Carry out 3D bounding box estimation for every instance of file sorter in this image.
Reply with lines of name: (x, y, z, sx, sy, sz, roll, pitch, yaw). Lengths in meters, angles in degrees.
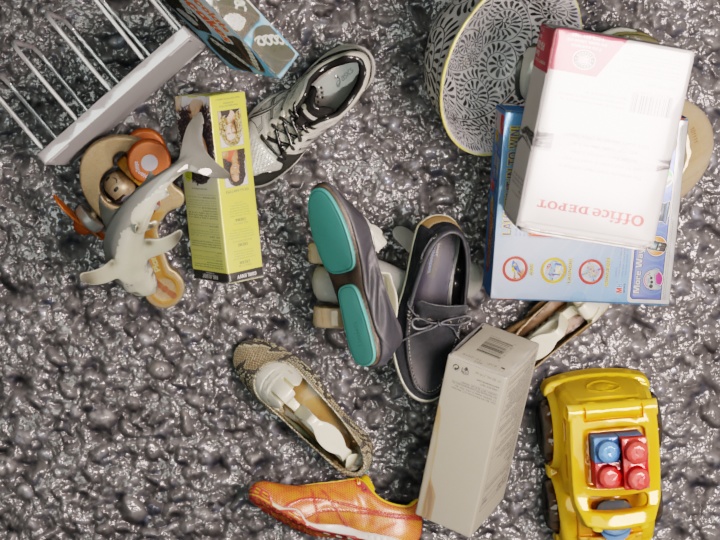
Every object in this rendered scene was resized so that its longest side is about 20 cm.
file sorter: (-0.282, -0.222, 1.664, 0.200, 0.139, 0.125, -40, 93, 3)

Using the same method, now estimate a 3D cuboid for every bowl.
bowl: (0.133, -0.233, 1.679, 0.200, 0.094, 0.202, -24, 131, -30)

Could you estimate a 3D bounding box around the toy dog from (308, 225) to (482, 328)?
toy dog: (0.023, 0.014, 1.736, 0.198, 0.096, 0.133, 20, 93, -19)

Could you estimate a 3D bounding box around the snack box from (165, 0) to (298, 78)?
snack box: (-0.162, -0.281, 1.630, 0.200, 0.116, 0.037, 45, 77, -32)

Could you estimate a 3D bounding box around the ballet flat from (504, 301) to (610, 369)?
ballet flat: (0.220, 0.053, 1.740, 0.200, 0.072, 0.068, -39, 102, 2)

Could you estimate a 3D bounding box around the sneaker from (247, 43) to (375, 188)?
sneaker: (-0.066, -0.169, 1.700, 0.076, 0.088, 0.200, 43, 95, -7)

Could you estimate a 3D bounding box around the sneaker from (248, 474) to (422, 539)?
sneaker: (-0.028, 0.261, 1.769, 0.198, 0.073, 0.078, 14, 74, -7)

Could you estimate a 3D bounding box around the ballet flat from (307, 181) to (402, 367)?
ballet flat: (0.000, 0.000, 1.646, 0.072, 0.073, 0.202, -16, 97, 0)

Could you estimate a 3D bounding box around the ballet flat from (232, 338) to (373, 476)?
ballet flat: (-0.060, 0.152, 1.741, 0.200, 0.075, 0.068, 44, 94, -5)

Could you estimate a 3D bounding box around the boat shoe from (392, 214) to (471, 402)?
boat shoe: (0.078, 0.043, 1.674, 0.074, 0.062, 0.202, 5, 98, -19)

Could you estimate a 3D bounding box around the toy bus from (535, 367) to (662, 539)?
toy bus: (0.271, 0.220, 1.703, 0.134, 0.192, 0.202, -4, 98, -3)

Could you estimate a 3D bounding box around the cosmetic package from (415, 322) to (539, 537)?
cosmetic package: (0.125, 0.171, 1.700, 0.071, 0.105, 0.202, 20, 115, 20)

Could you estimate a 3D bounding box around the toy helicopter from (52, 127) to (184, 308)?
toy helicopter: (-0.249, -0.048, 1.717, 0.131, 0.079, 0.202, -21, 109, -6)

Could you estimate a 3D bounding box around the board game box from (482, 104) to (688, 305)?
board game box: (0.234, -0.069, 1.662, 0.194, 0.056, 0.202, 3, 104, -5)

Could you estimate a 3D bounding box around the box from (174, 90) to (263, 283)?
box: (-0.152, -0.090, 1.703, 0.050, 0.075, 0.202, -13, 101, -36)

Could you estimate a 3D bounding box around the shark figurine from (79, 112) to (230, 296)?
shark figurine: (-0.235, -0.065, 1.642, 0.090, 0.127, 0.215, 51, 126, 30)

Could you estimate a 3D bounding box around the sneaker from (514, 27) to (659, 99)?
sneaker: (0.259, -0.202, 1.676, 0.199, 0.088, 0.078, -16, 126, -32)

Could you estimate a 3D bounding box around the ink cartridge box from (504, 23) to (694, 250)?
ink cartridge box: (0.234, -0.133, 1.574, 0.144, 0.085, 0.202, 9, 101, -7)

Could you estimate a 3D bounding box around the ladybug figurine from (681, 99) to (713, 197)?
ladybug figurine: (0.283, -0.123, 1.720, 0.198, 0.072, 0.137, -19, 105, 0)
